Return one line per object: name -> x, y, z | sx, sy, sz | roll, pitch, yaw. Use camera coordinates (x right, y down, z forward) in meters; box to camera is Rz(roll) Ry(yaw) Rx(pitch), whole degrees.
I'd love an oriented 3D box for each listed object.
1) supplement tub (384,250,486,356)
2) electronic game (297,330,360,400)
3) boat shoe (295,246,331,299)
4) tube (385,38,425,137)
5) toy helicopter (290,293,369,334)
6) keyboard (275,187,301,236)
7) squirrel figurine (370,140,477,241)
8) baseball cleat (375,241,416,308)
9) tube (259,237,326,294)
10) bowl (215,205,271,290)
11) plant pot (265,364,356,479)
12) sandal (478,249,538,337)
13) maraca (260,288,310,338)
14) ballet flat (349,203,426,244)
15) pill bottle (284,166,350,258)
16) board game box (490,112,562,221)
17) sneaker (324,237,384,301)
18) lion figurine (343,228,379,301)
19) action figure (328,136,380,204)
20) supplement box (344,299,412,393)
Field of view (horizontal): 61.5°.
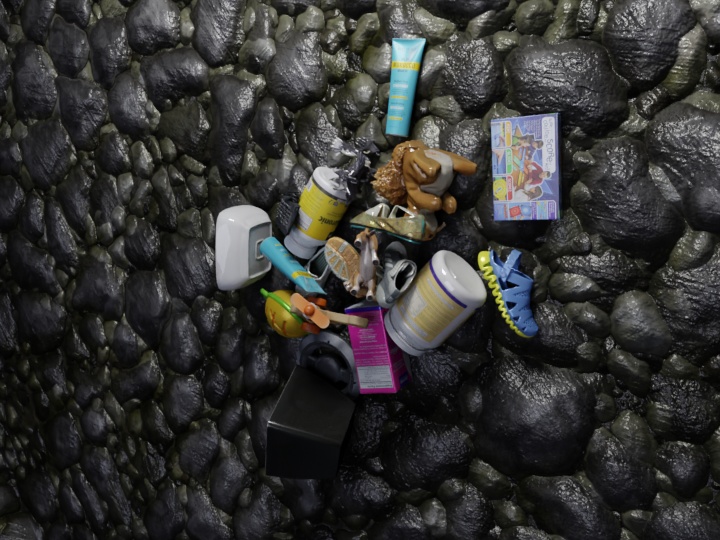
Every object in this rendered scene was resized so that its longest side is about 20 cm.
supplement tub -> 0.157, 0.073, 1.300 | 0.146, 0.145, 0.200 | 49, 118, 12
electronic game -> -0.077, 0.248, 1.528 | 0.196, 0.041, 0.204 | 11, 112, 27
boat shoe -> -0.113, 0.000, 1.485 | 0.074, 0.066, 0.201 | 44, 117, 15
tube -> 0.092, -0.394, 1.306 | 0.076, 0.050, 0.205 | 10, 100, 20
toy helicopter -> -0.073, 0.098, 1.342 | 0.196, 0.132, 0.081 | 7, 76, 31
keyboard -> -0.183, -0.151, 1.438 | 0.039, 0.200, 0.106 | 21, 97, -20
squirrel figurine -> 0.121, -0.168, 1.300 | 0.199, 0.140, 0.190 | 37, 127, 34
baseball cleat -> 0.089, -0.006, 1.302 | 0.069, 0.202, 0.106 | 31, 132, -18
tube -> -0.164, -0.004, 1.433 | 0.199, 0.077, 0.051 | 41, 110, 30
bowl -> -0.280, -0.054, 1.501 | 0.073, 0.199, 0.205 | 8, 103, 17
plant pot -> -0.114, 0.389, 1.480 | 0.174, 0.201, 0.202 | 15, 128, 7
sandal -> 0.318, 0.040, 1.243 | 0.086, 0.079, 0.203 | -27, 87, 27
maraca -> -0.186, 0.102, 1.504 | 0.199, 0.107, 0.138 | 22, 152, 56
ballet flat -> 0.059, -0.105, 1.258 | 0.198, 0.070, 0.072 | 18, 109, 44
pill bottle -> -0.103, -0.131, 1.429 | 0.111, 0.111, 0.202 | 41, 117, 16
board game box -> 0.332, -0.203, 1.207 | 0.133, 0.034, 0.205 | 2, 101, 29
sneaker -> 0.000, 0.000, 1.405 | 0.199, 0.088, 0.076 | 42, 106, 9
lion figurine -> 0.012, -0.019, 1.266 | 0.071, 0.123, 0.203 | 13, 120, -2
action figure -> -0.022, -0.221, 1.309 | 0.100, 0.200, 0.121 | 17, 117, 9
supplement box -> 0.044, 0.173, 1.410 | 0.101, 0.101, 0.205 | -6, 97, 30
